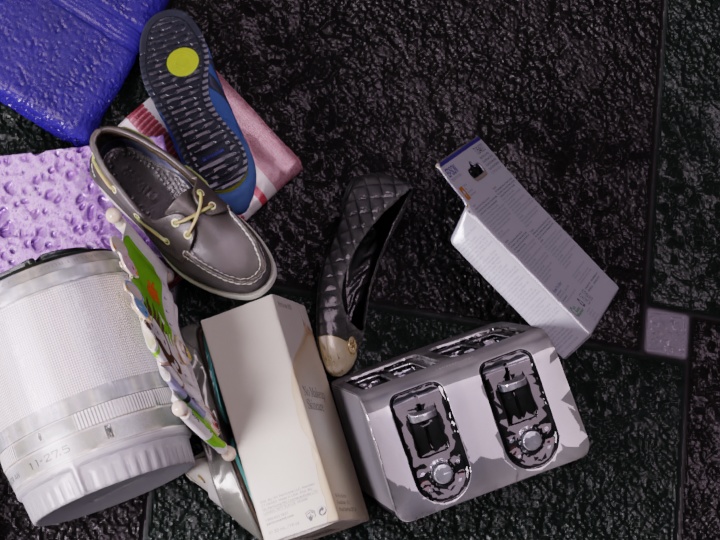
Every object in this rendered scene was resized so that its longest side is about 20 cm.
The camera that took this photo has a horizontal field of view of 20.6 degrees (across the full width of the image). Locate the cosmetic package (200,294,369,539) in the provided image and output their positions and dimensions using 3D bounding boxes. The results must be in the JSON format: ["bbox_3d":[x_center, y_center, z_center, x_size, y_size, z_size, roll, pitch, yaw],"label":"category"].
[{"bbox_3d":[-0.064,0.131,1.713,0.072,0.103,0.202,-19,80,12],"label":"cosmetic package"}]

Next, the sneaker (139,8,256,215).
[{"bbox_3d":[-0.146,-0.139,1.783,0.065,0.079,0.202,-23,68,-2],"label":"sneaker"}]

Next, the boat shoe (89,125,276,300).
[{"bbox_3d":[-0.156,-0.049,1.691,0.201,0.061,0.072,37,76,17],"label":"boat shoe"}]

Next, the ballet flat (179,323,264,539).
[{"bbox_3d":[-0.132,0.147,1.728,0.063,0.067,0.202,-20,78,7],"label":"ballet flat"}]

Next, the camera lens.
[{"bbox_3d":[-0.238,0.093,1.655,0.159,0.160,0.202,-18,79,-19],"label":"camera lens"}]

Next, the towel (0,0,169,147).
[{"bbox_3d":[-0.267,-0.224,1.795,0.147,0.049,0.201,31,66,-13],"label":"towel"}]

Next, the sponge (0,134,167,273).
[{"bbox_3d":[-0.257,-0.051,1.742,0.198,0.030,0.113,-9,80,-17],"label":"sponge"}]

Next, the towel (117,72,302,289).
[{"bbox_3d":[-0.168,-0.083,1.801,0.200,0.023,0.144,-43,90,-20],"label":"towel"}]

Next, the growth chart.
[{"bbox_3d":[-0.160,0.053,1.646,0.018,0.145,0.202,-23,67,6],"label":"growth chart"}]

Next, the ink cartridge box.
[{"bbox_3d":[0.142,-0.024,1.786,0.041,0.200,0.200,-43,88,18],"label":"ink cartridge box"}]

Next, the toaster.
[{"bbox_3d":[0.082,0.129,1.713,0.179,0.200,0.120,-18,95,-10],"label":"toaster"}]

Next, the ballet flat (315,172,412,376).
[{"bbox_3d":[0.000,0.000,1.792,0.056,0.067,0.202,3,66,24],"label":"ballet flat"}]
